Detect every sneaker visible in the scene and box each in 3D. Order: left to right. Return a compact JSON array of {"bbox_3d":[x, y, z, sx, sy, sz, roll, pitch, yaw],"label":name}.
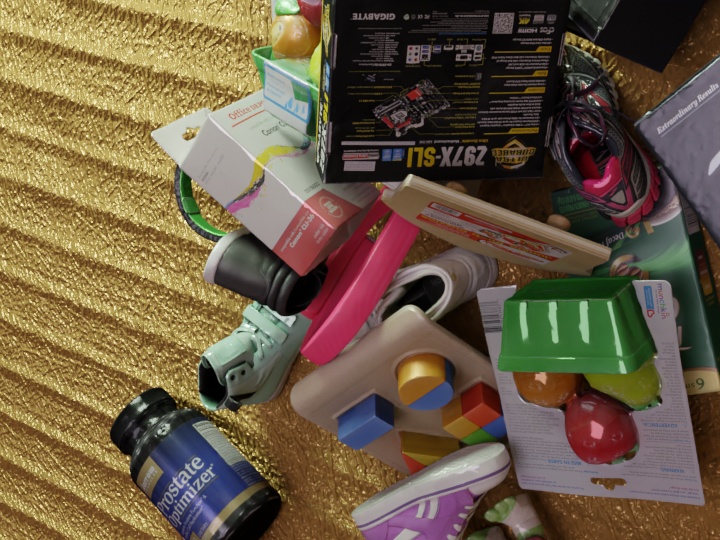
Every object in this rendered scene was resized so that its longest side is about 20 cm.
[{"bbox_3d":[-0.108,0.066,1.212,0.073,0.118,0.203,32,113,26],"label":"sneaker"},{"bbox_3d":[-0.070,-0.012,1.136,0.098,0.200,0.071,30,117,10],"label":"sneaker"},{"bbox_3d":[0.030,0.037,1.118,0.199,0.115,0.074,-33,83,33],"label":"sneaker"},{"bbox_3d":[0.089,0.242,1.090,0.200,0.072,0.115,-36,84,43],"label":"sneaker"},{"bbox_3d":[0.190,-0.133,0.983,0.080,0.074,0.202,-42,53,20],"label":"sneaker"}]

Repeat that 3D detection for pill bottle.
[{"bbox_3d":[-0.193,0.232,1.302,0.200,0.111,0.113,41,118,20],"label":"pill bottle"}]

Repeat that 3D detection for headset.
[{"bbox_3d":[-0.117,-0.107,1.201,0.198,0.094,0.125,-27,84,21],"label":"headset"}]

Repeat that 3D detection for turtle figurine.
[{"bbox_3d":[0.150,0.325,1.059,0.198,0.145,0.195,-28,61,-5],"label":"turtle figurine"}]

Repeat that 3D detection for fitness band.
[{"bbox_3d":[0.000,0.000,1.105,0.037,0.202,0.143,34,163,-15],"label":"fitness band"}]

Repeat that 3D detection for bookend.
[{"bbox_3d":[0.244,-0.238,0.882,0.202,0.091,0.200,-62,27,26],"label":"bookend"}]

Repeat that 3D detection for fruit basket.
[{"bbox_3d":[-0.036,-0.217,1.001,0.185,0.093,0.203,36,140,44],"label":"fruit basket"},{"bbox_3d":[0.203,0.104,0.997,0.183,0.094,0.203,-3,113,38],"label":"fruit basket"}]

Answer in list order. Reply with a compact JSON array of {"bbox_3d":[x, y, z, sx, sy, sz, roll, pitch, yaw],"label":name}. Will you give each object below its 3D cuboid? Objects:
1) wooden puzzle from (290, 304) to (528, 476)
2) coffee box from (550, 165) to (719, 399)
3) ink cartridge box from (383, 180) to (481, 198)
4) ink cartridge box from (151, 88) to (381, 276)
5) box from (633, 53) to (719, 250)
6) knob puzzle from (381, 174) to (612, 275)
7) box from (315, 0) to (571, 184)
[{"bbox_3d":[0.058,0.139,1.096,0.199,0.047,0.184,36,126,-26],"label":"wooden puzzle"},{"bbox_3d":[0.250,0.014,1.012,0.121,0.044,0.204,-11,92,34],"label":"coffee box"},{"bbox_3d":[0.063,-0.182,1.057,0.146,0.083,0.203,36,119,41],"label":"ink cartridge box"},{"bbox_3d":[-0.089,-0.100,1.085,0.199,0.116,0.068,41,121,5],"label":"ink cartridge box"},{"bbox_3d":[0.340,-0.084,0.899,0.148,0.104,0.202,-38,77,32],"label":"box"},{"bbox_3d":[0.113,-0.042,0.990,0.217,0.219,0.031,16,83,30],"label":"knob puzzle"},{"bbox_3d":[0.064,-0.155,0.933,0.050,0.196,0.162,-110,21,-55],"label":"box"}]
